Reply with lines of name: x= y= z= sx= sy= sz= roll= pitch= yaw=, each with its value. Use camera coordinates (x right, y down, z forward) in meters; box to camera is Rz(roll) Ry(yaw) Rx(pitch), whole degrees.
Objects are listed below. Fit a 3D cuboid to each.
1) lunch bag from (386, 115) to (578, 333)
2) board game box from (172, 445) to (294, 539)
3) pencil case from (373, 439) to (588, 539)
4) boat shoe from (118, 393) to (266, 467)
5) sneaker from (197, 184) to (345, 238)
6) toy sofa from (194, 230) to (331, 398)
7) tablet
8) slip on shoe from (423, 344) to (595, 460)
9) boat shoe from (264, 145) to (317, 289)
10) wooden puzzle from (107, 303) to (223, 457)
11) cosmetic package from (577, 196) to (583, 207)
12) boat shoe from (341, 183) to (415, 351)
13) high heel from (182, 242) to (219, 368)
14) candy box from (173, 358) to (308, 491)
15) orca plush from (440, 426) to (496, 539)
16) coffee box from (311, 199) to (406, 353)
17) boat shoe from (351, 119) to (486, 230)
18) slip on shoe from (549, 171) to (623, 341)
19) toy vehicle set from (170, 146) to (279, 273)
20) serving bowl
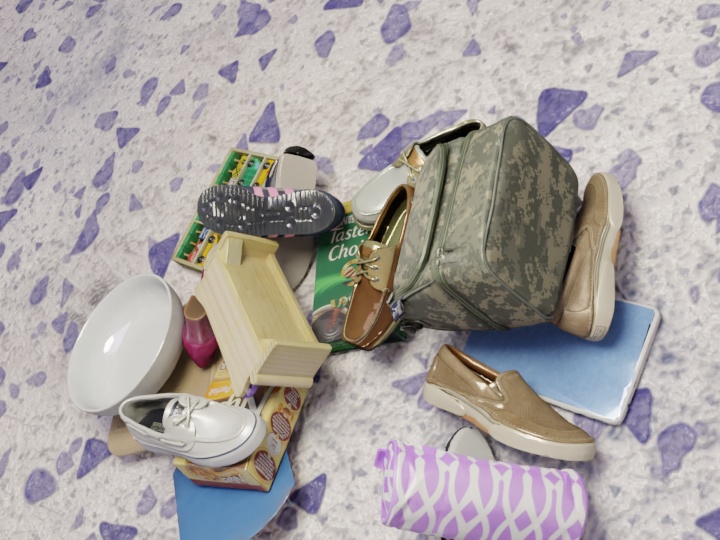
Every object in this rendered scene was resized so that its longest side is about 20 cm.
lunch bag: x=0.116 y=-0.036 z=0.851 sx=0.167 sy=0.139 sz=0.202 roll=-16 pitch=52 yaw=48
board game box: x=-0.148 y=0.259 z=0.989 sx=0.157 sy=0.039 sz=0.201 roll=-33 pitch=36 yaw=4
pencil case: x=0.113 y=0.209 z=0.763 sx=0.086 sy=0.197 sz=0.085 roll=-93 pitch=16 yaw=-65
boat shoe: x=-0.199 y=0.176 z=0.932 sx=0.198 sy=0.066 sz=0.074 roll=-7 pitch=46 yaw=31
sneaker: x=-0.113 y=-0.073 z=1.058 sx=0.197 sy=0.082 sz=0.071 roll=7 pitch=94 yaw=21
toy sofa: x=-0.121 y=0.055 z=0.977 sx=0.098 sy=0.082 sz=0.201 roll=-56 pitch=45 yaw=27
tablet: x=0.208 y=0.077 z=0.882 sx=0.198 sy=0.014 sz=0.131 roll=15 pitch=73 yaw=38
slip on shoe: x=0.151 y=0.133 z=0.836 sx=0.199 sy=0.075 sz=0.061 roll=20 pitch=99 yaw=45
boat shoe: x=-0.105 y=-0.067 z=1.139 sx=0.093 sy=0.074 sz=0.203 roll=177 pitch=105 yaw=-72
wooden puzzle: x=-0.256 y=0.145 z=1.122 sx=0.183 sy=0.037 sz=0.202 roll=-18 pitch=52 yaw=23
cosmetic package: x=0.154 y=-0.044 z=0.952 sx=0.200 sy=0.051 sz=0.083 roll=-43 pitch=40 yaw=5
boat shoe: x=0.024 y=-0.009 z=0.946 sx=0.075 sy=0.074 sz=0.202 roll=9 pitch=69 yaw=45
high heel: x=-0.186 y=0.033 z=1.105 sx=0.067 sy=0.097 sz=0.201 roll=17 pitch=44 yaw=14
candy box: x=-0.133 y=0.163 z=0.996 sx=0.114 sy=0.056 sz=0.201 roll=-5 pitch=46 yaw=32
orca plush: x=0.115 y=0.264 z=0.822 sx=0.104 sy=0.071 sz=0.202 roll=-5 pitch=54 yaw=-23
coffee box: x=0.000 y=0.000 z=1.039 sx=0.122 sy=0.044 sz=0.202 roll=-12 pitch=59 yaw=27
boat shoe: x=0.072 y=-0.125 z=1.010 sx=0.199 sy=0.069 sz=0.075 roll=-33 pitch=64 yaw=-8
slip on shoe: x=0.236 y=-0.023 z=0.866 sx=0.060 sy=0.076 sz=0.202 roll=11 pitch=65 yaw=3
toy vehicle set: x=-0.192 y=-0.085 z=1.222 sx=0.123 sy=0.026 sz=0.202 roll=15 pitch=73 yaw=38
serving bowl: x=-0.304 y=0.107 z=1.103 sx=0.198 sy=0.066 sz=0.202 roll=-23 pitch=48 yaw=28
